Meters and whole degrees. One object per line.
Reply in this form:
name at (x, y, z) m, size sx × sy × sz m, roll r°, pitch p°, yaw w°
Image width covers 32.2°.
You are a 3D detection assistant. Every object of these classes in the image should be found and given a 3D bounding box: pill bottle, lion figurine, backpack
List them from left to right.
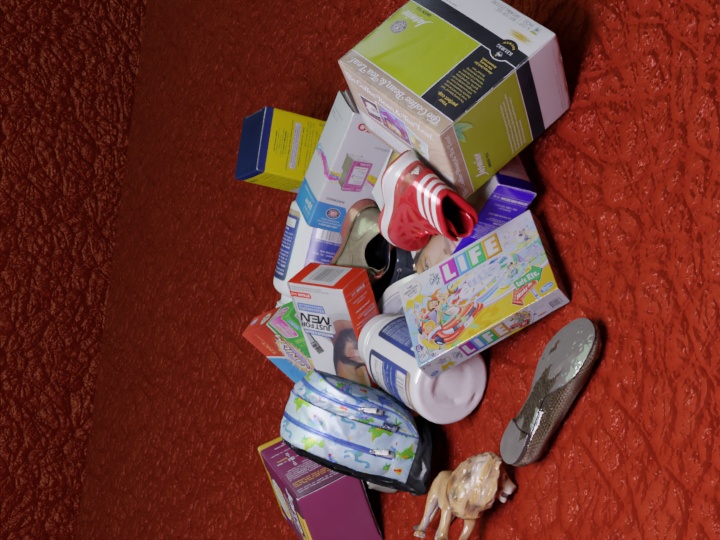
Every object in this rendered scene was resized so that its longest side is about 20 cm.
pill bottle at (-0.079, -0.005, 2.059) m, size 0.120 × 0.119 × 0.202 m, roll 26°, pitch 103°, yaw 65°
backpack at (-0.007, 0.212, 1.657) m, size 0.163 × 0.198 × 0.155 m, roll -109°, pitch 24°, yaw -82°
pill bottle at (0.075, 0.122, 1.664) m, size 0.200 × 0.110 × 0.112 m, roll 28°, pitch 105°, yaw 61°
lion figurine at (0.118, 0.283, 1.562) m, size 0.200 × 0.072 × 0.124 m, roll -10°, pitch 63°, yaw 69°

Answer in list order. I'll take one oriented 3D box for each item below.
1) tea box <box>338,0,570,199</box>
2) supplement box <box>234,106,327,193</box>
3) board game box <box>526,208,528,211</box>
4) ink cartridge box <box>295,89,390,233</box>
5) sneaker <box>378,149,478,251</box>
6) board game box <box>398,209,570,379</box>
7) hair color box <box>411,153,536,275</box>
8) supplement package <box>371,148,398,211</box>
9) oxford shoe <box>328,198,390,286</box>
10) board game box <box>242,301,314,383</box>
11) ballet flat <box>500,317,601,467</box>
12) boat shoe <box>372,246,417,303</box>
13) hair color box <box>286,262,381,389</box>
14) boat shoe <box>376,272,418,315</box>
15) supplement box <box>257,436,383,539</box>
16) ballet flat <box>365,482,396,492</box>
tea box at (0.116, -0.230, 1.535) m, size 0.196 × 0.134 × 0.200 m, roll -40°, pitch 53°, yaw -11°
supplement box at (-0.093, -0.190, 2.072) m, size 0.109 × 0.198 × 0.111 m, roll -9°, pitch 71°, yaw 64°
board game box at (0.163, -0.022, 1.652) m, size 0.201 × 0.030 × 0.096 m, roll -57°, pitch 32°, yaw 35°
ink cartridge box at (0.006, -0.158, 1.908) m, size 0.201 × 0.143 × 0.085 m, roll -67°, pitch 27°, yaw 24°
sneaker at (0.085, -0.054, 1.541) m, size 0.078 × 0.200 × 0.115 m, roll -44°, pitch 66°, yaw -10°
board game box at (0.148, 0.029, 1.534) m, size 0.199 × 0.034 × 0.135 m, roll -31°, pitch 44°, yaw 18°
hair color box at (0.140, -0.067, 1.615) m, size 0.201 × 0.064 × 0.110 m, roll -60°, pitch 30°, yaw 36°
supplement package at (0.112, -0.150, 1.716) m, size 0.201 × 0.109 × 0.114 m, roll -66°, pitch 27°, yaw 27°
oxford shoe at (0.000, 0.000, 1.793) m, size 0.075 × 0.070 × 0.201 m, roll 45°, pitch 137°, yaw 41°
board game box at (-0.089, 0.122, 1.992) m, size 0.040 × 0.153 × 0.200 m, roll -53°, pitch 13°, yaw -25°
ballet flat at (0.224, 0.143, 1.431) m, size 0.201 × 0.046 × 0.067 m, roll -65°, pitch 31°, yaw 19°
boat shoe at (0.038, 0.017, 1.865) m, size 0.200 × 0.062 × 0.075 m, roll 135°, pitch 138°, yaw -53°
hair color box at (-0.023, 0.094, 1.794) m, size 0.110 × 0.064 × 0.201 m, roll 6°, pitch 125°, yaw 40°
boat shoe at (0.058, 0.070, 1.805) m, size 0.201 × 0.070 × 0.072 m, roll -47°, pitch 60°, yaw 47°
supplement box at (-0.061, 0.329, 1.834) m, size 0.200 × 0.102 × 0.132 m, roll 32°, pitch 143°, yaw 65°
ballet flat at (0.004, 0.264, 1.825) m, size 0.200 × 0.063 × 0.068 m, roll 34°, pitch 110°, yaw 64°
